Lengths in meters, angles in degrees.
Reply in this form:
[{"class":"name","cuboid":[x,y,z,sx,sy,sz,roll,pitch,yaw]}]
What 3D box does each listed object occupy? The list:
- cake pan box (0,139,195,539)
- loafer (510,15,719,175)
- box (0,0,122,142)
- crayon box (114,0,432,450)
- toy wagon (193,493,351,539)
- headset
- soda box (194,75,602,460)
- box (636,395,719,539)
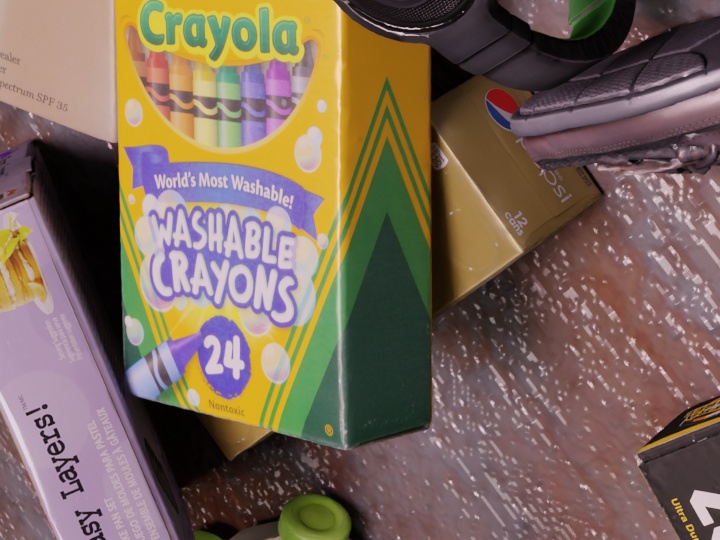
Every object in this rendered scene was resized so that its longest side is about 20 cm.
[{"class":"cake pan box","cuboid":[-0.125,0.045,0.960,0.052,0.200,0.185,-21,103,-4]},{"class":"loafer","cuboid":[0.141,-0.056,0.766,0.199,0.072,0.063,-16,107,38]},{"class":"box","cuboid":[-0.107,-0.165,0.890,0.094,0.078,0.201,20,124,29]},{"class":"crayon box","cuboid":[-0.034,-0.044,0.838,0.125,0.051,0.202,10,104,44]},{"class":"toy wagon","cuboid":[-0.024,0.173,1.029,0.199,0.040,0.156,31,128,22]},{"class":"headset","cuboid":[0.009,-0.133,0.752,0.199,0.124,0.094,31,137,-33]},{"class":"soda box","cuboid":[0.000,0.000,0.903,0.200,0.064,0.068,-37,88,43]},{"class":"box","cuboid":[0.215,0.120,0.814,0.159,0.049,0.201,-26,95,44]}]
